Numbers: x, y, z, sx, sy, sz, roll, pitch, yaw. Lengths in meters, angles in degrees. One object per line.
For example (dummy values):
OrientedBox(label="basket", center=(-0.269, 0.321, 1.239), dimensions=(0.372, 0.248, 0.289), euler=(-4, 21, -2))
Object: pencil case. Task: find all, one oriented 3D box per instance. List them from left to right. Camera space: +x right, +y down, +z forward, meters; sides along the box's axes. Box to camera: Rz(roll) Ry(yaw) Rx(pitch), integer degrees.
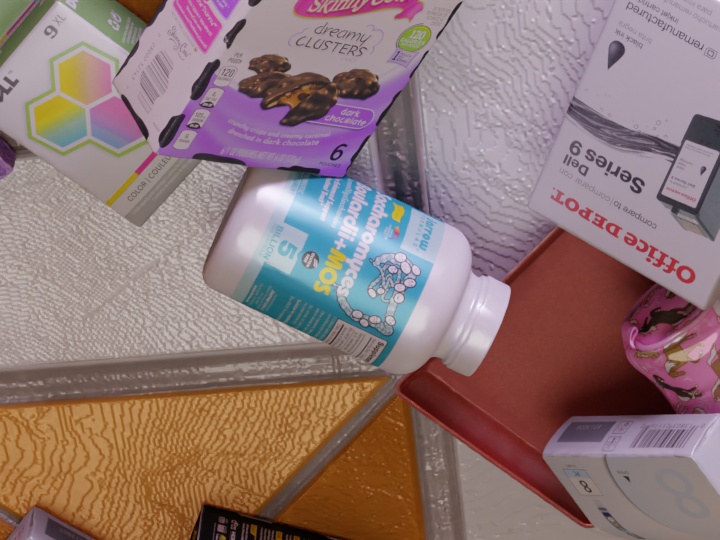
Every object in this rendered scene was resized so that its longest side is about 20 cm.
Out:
OrientedBox(label="pencil case", center=(0.261, 0.089, 1.604), dimensions=(0.083, 0.087, 0.200), euler=(-9, 127, 46))

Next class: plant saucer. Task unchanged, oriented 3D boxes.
OrientedBox(label="plant saucer", center=(0.160, 0.069, 1.662), dimensions=(0.199, 0.037, 0.200), euler=(36, 117, -18))

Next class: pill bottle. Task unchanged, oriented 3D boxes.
OrientedBox(label="pill bottle", center=(0.000, 0.000, 1.572), dimensions=(0.199, 0.111, 0.111), euler=(25, 120, -6))

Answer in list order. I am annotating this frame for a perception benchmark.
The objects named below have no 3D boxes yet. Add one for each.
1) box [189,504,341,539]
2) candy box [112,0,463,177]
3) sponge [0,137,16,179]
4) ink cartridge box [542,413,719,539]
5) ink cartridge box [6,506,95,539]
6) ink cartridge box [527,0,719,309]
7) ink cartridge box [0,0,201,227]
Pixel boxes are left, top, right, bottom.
OrientedBox(label="box", center=(-0.057, 0.266, 1.696), dimensions=(0.159, 0.200, 0.050), euler=(17, 120, -9))
OrientedBox(label="candy box", center=(-0.035, -0.162, 1.460), dimensions=(0.167, 0.072, 0.200), euler=(5, 131, -44))
OrientedBox(label="sponge", center=(-0.349, -0.063, 1.604), dimensions=(0.200, 0.030, 0.112), euler=(-34, 115, 20))
OrientedBox(label="ink cartridge box", center=(0.240, 0.188, 1.624), dimensions=(0.160, 0.047, 0.200), euler=(-7, 124, 54))
OrientedBox(label="ink cartridge box", center=(-0.242, 0.299, 1.814), dimensions=(0.162, 0.057, 0.200), euler=(31, 113, -17))
OrientedBox(label="ink cartridge box", center=(0.217, -0.097, 1.499), dimensions=(0.146, 0.084, 0.201), euler=(31, 122, 16))
OrientedBox(label="ink cartridge box", center=(-0.193, -0.131, 1.538), dimensions=(0.200, 0.059, 0.104), euler=(37, 116, -19))
